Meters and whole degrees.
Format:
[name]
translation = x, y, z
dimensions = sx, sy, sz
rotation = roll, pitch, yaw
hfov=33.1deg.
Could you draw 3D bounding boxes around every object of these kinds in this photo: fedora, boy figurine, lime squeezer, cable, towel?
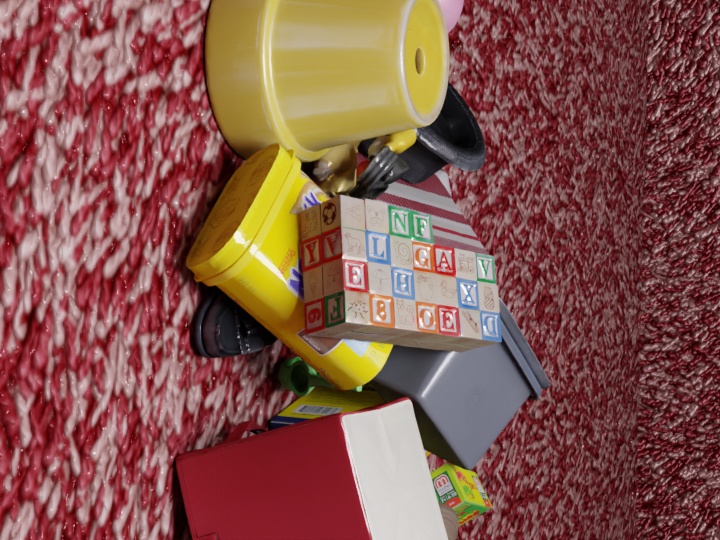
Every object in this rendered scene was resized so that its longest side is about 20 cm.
[fedora]
translation = 0.050, -0.173, 1.388
dimensions = 0.200, 0.092, 0.202
rotation = 34, 32, -25
[boy figurine]
translation = -0.035, -0.096, 1.298
dimensions = 0.124, 0.064, 0.202
rotation = 73, 24, -72
[lime squeezer]
translation = -0.049, 0.114, 1.262
dimensions = 0.200, 0.070, 0.038
rotation = 179, -71, -81
[cable]
translation = 0.008, -0.102, 1.203
dimensions = 0.050, 0.097, 0.200
rotation = 50, 15, 3
[towel]
translation = 0.059, -0.071, 1.367
dimensions = 0.143, 0.023, 0.201
rotation = 14, 33, -36

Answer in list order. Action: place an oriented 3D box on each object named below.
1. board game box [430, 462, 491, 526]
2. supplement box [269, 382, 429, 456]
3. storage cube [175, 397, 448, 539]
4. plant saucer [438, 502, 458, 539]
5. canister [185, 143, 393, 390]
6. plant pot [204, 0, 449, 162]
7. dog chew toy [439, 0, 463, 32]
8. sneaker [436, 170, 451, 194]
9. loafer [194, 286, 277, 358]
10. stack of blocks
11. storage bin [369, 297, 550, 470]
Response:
[board game box]
translation = 0.041, 0.291, 1.367
dimensions = 0.048, 0.199, 0.101
rotation = 63, 13, 24
[supplement box]
translation = -0.006, 0.186, 1.346
dimensions = 0.200, 0.108, 0.110
rotation = -33, 122, -62
[storage cube]
translation = -0.039, 0.227, 1.133
dimensions = 0.171, 0.178, 0.202
rotation = 2, 72, -65
[plant saucer]
translation = 0.018, 0.312, 1.299
dimensions = 0.030, 0.199, 0.200
rotation = 65, 7, 33
[canister]
translation = -0.050, 0.000, 1.149
dimensions = 0.200, 0.086, 0.149
rotation = 42, 51, -24
[plant pot]
translation = -0.022, -0.203, 1.175
dimensions = 0.200, 0.187, 0.203
rotation = 4, 90, -66
[dog chew toy]
translation = 0.063, -0.370, 1.446
dimensions = 0.125, 0.123, 0.202
rotation = 42, 47, -60
[sneaker]
translation = 0.125, -0.038, 1.635
dimensions = 0.078, 0.098, 0.202
rotation = -33, 122, -62
[loafer]
translation = -0.090, 0.036, 1.195
dimensions = 0.200, 0.062, 0.073
rotation = -30, 119, -63
[stack of blocks]
translation = 0.040, 0.007, 1.130
dimensions = 0.199, 0.058, 0.116
rotation = 10, 70, -40
[storage bin]
translation = 0.090, 0.108, 1.295
dimensions = 0.135, 0.145, 0.200
rotation = -53, 137, -18
